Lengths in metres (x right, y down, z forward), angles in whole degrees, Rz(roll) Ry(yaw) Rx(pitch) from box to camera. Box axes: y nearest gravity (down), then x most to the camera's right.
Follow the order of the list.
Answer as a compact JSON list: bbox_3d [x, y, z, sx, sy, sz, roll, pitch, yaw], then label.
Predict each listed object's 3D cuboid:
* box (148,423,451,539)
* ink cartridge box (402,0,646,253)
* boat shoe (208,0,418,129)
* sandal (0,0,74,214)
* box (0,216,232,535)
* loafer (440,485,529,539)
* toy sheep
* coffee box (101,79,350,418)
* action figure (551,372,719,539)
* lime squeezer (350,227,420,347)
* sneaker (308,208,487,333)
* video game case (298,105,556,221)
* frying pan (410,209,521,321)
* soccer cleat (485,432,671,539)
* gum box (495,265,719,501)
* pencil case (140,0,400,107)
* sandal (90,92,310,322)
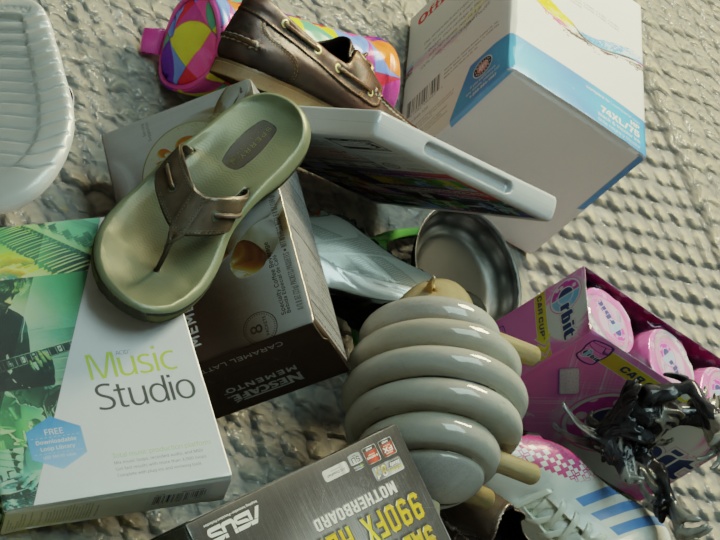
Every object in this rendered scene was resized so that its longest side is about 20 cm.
[{"bbox_3d":[-0.020,0.199,1.394,0.200,0.048,0.158,-20,83,-47],"label":"box"},{"bbox_3d":[0.134,-0.153,1.890,0.146,0.147,0.200,31,40,-23],"label":"ink cartridge box"},{"bbox_3d":[-0.022,-0.139,1.676,0.200,0.070,0.070,27,83,-47],"label":"boat shoe"},{"bbox_3d":[-0.227,-0.105,1.542,0.050,0.082,0.203,77,7,-47],"label":"sandal"},{"bbox_3d":[-0.174,0.059,1.419,0.144,0.036,0.200,-7,58,-22],"label":"box"},{"bbox_3d":[0.082,0.171,1.599,0.200,0.071,0.073,52,36,5],"label":"loafer"},{"bbox_3d":[0.052,0.092,1.528,0.138,0.138,0.200,24,48,-31],"label":"toy sheep"},{"bbox_3d":[-0.092,-0.013,1.535,0.080,0.114,0.200,56,16,-58],"label":"coffee box"},{"bbox_3d":[0.245,0.128,1.661,0.200,0.119,0.102,-3,54,-10],"label":"action figure"},{"bbox_3d":[0.011,0.002,1.711,0.071,0.038,0.200,39,36,-14],"label":"lime squeezer"},{"bbox_3d":[0.000,0.000,1.631,0.200,0.074,0.079,17,60,-18],"label":"sneaker"},{"bbox_3d":[0.014,-0.081,1.666,0.182,0.200,0.023,24,80,-38],"label":"video game case"},{"bbox_3d":[0.070,0.036,1.747,0.115,0.031,0.190,37,52,-28],"label":"frying pan"},{"bbox_3d":[0.156,0.183,1.665,0.200,0.070,0.086,28,32,-29],"label":"soccer cleat"},{"bbox_3d":[0.195,0.091,1.742,0.200,0.113,0.066,33,38,-33],"label":"gum box"},{"bbox_3d":[-0.063,-0.158,1.743,0.200,0.088,0.088,12,49,-40],"label":"pencil case"},{"bbox_3d":[-0.102,-0.051,1.457,0.080,0.057,0.201,32,59,6],"label":"sandal"}]
